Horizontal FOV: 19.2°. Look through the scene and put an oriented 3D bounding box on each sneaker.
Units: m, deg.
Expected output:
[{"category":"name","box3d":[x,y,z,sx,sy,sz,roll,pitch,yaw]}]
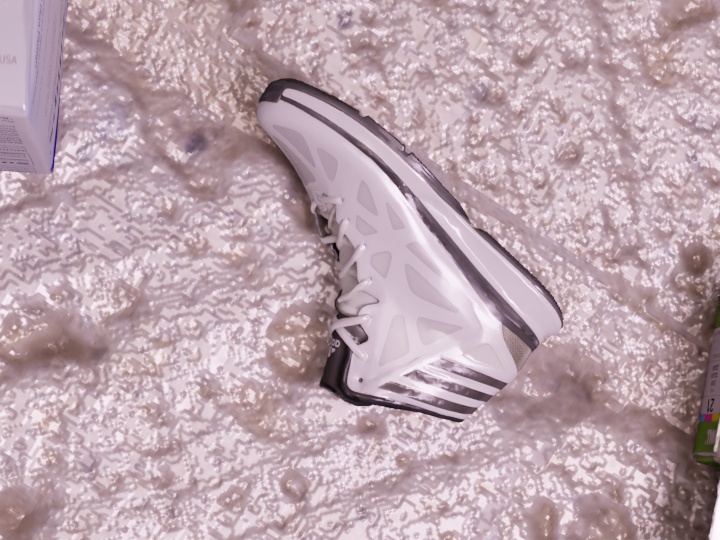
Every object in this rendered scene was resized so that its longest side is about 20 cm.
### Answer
[{"category":"sneaker","box3d":[0.000,0.000,1.102,0.200,0.076,0.115,43,82,-4]}]

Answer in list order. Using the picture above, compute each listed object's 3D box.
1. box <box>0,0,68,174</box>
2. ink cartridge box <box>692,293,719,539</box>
[{"category":"box","box3d":[-0.238,-0.115,1.025,0.182,0.200,0.106,4,84,-5]},{"category":"ink cartridge box","box3d":[0.249,0.113,1.115,0.146,0.076,0.202,11,86,-1]}]
